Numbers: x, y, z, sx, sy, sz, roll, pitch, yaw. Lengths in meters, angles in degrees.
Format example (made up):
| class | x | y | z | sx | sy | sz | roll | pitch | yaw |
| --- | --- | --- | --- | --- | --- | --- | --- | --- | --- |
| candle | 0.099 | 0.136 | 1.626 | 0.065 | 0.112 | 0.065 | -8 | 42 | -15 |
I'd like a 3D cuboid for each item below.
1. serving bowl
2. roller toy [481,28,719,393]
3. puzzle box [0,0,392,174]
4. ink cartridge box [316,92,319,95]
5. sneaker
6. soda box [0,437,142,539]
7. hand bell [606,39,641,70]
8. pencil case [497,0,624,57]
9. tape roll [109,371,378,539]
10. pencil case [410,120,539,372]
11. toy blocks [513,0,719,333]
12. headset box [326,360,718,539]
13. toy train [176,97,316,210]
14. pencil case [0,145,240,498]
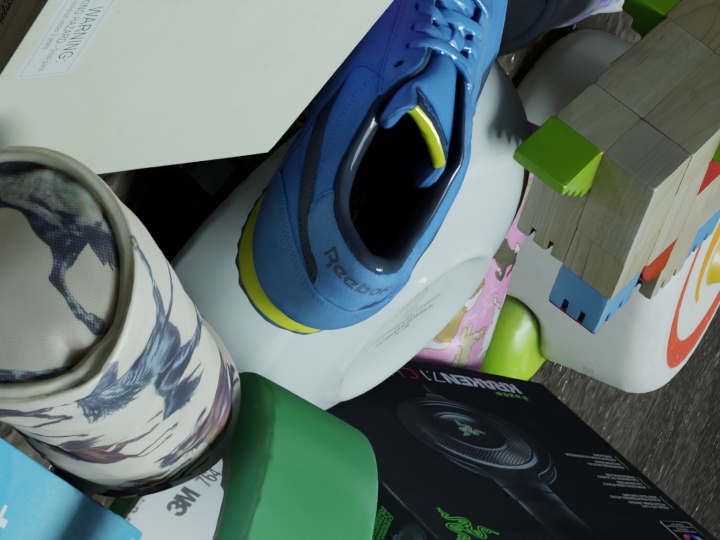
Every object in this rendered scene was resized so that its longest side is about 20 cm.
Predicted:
| class | x | y | z | sx | sy | sz | roll | pitch | yaw |
| --- | --- | --- | --- | --- | --- | --- | --- | --- | --- |
| serving bowl | 0.000 | 0.000 | 1.008 | 0.200 | 0.066 | 0.200 | -40 | 165 | -13 |
| roller toy | 0.148 | -0.033 | 1.387 | 0.182 | 0.140 | 0.200 | -42 | 150 | -54 |
| puzzle box | -0.040 | -0.091 | 0.727 | 0.133 | 0.025 | 0.200 | -8 | 154 | -37 |
| ink cartridge box | -0.036 | -0.158 | 0.801 | 0.137 | 0.076 | 0.200 | -63 | 161 | -9 |
| sneaker | 0.022 | -0.067 | 0.890 | 0.078 | 0.066 | 0.200 | -25 | -142 | 56 |
| soda box | -0.140 | 0.086 | 0.829 | 0.068 | 0.064 | 0.200 | -63 | 162 | -10 |
| hand bell | 0.109 | -0.061 | 1.246 | 0.200 | 0.104 | 0.104 | -30 | 170 | 16 |
| pencil case | 0.084 | -0.148 | 1.137 | 0.200 | 0.091 | 0.083 | -26 | 137 | -63 |
| tape roll | -0.067 | 0.135 | 0.909 | 0.201 | 0.048 | 0.201 | -53 | -163 | 25 |
| pencil case | 0.030 | 0.015 | 1.205 | 0.086 | 0.083 | 0.200 | 4 | 117 | -26 |
| toy blocks | 0.130 | -0.049 | 1.048 | 0.200 | 0.100 | 0.137 | -42 | 161 | -32 |
| headset box | 0.049 | 0.125 | 1.098 | 0.174 | 0.200 | 0.093 | 10 | 110 | -33 |
| toy train | -0.024 | -0.051 | 1.022 | 0.034 | 0.046 | 0.200 | -48 | 165 | 19 |
| pencil case | -0.094 | 0.020 | 0.800 | 0.078 | 0.089 | 0.200 | -59 | 168 | -9 |
